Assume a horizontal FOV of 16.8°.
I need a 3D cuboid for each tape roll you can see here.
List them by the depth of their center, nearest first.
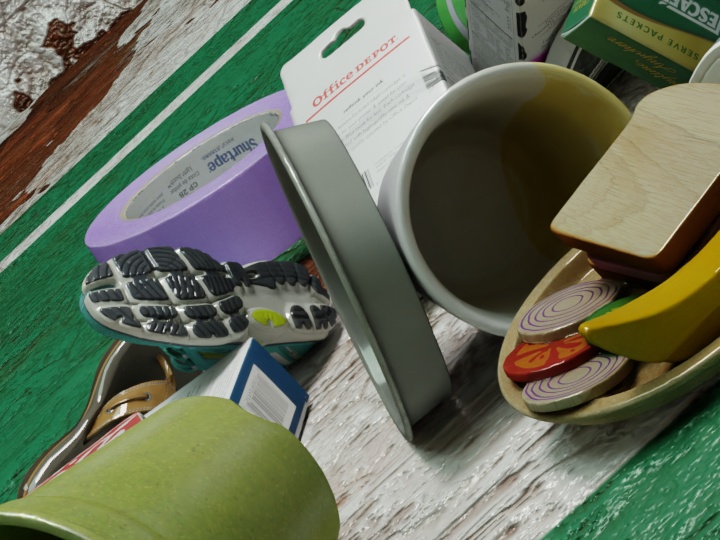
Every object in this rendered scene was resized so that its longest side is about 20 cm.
[{"bbox_3d":[-0.097,-0.051,1.739,0.200,0.066,0.200,-31,16,10],"label":"tape roll"}]

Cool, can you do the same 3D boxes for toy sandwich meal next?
[{"bbox_3d":[0.142,-0.009,1.221,0.205,0.070,0.205,-31,24,16],"label":"toy sandwich meal"}]

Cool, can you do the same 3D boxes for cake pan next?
[{"bbox_3d":[0.000,0.000,1.388,0.037,0.201,0.200,-25,16,-3],"label":"cake pan"}]

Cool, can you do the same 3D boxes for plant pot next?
[{"bbox_3d":[-0.108,0.165,1.267,0.200,0.200,0.184,-31,9,38],"label":"plant pot"}]

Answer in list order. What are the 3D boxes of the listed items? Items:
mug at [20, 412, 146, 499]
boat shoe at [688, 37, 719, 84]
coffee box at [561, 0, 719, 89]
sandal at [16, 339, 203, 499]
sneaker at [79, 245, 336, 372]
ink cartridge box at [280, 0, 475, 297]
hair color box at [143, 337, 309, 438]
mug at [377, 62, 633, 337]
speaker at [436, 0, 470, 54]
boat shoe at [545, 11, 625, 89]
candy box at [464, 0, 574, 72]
[{"bbox_3d":[-0.160,0.203,1.435,0.200,0.178,0.133,-41,-21,-4],"label":"mug"},{"bbox_3d":[0.233,-0.132,1.296,0.200,0.073,0.062,-62,-1,34],"label":"boat shoe"},{"bbox_3d":[0.204,-0.194,1.385,0.200,0.123,0.044,-66,13,-18],"label":"coffee box"},{"bbox_3d":[-0.165,0.111,1.704,0.055,0.082,0.200,3,45,46],"label":"sandal"},{"bbox_3d":[-0.103,0.039,1.602,0.080,0.200,0.078,-48,52,31],"label":"sneaker"},{"bbox_3d":[0.026,-0.088,1.609,0.116,0.068,0.200,-37,44,19],"label":"ink cartridge box"},{"bbox_3d":[-0.130,0.138,1.573,0.200,0.061,0.100,-35,18,26],"label":"hair color box"},{"bbox_3d":[0.094,-0.031,1.386,0.153,0.186,0.150,170,111,-77],"label":"mug"},{"bbox_3d":[0.146,-0.226,1.777,0.200,0.088,0.088,-27,23,45],"label":"speaker"},{"bbox_3d":[0.182,-0.167,1.558,0.071,0.064,0.200,-23,-29,-48],"label":"boat shoe"},{"bbox_3d":[0.133,-0.200,1.583,0.136,0.061,0.200,-42,-20,-12],"label":"candy box"}]
